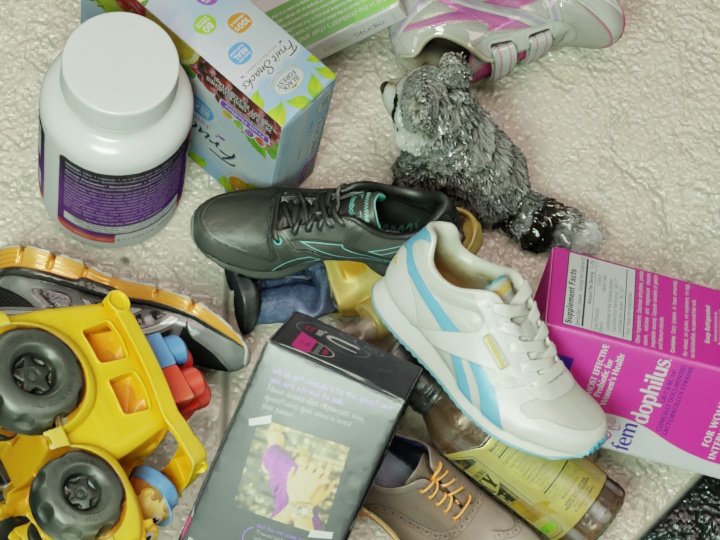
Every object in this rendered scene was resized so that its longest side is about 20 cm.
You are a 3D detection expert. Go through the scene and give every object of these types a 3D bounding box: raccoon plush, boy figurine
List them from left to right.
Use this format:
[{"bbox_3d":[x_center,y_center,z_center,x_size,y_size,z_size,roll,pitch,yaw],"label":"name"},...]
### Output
[{"bbox_3d":[0.000,0.000,1.775,0.200,0.064,0.124,-9,65,-10],"label":"boy figurine"},{"bbox_3d":[0.106,-0.094,1.793,0.200,0.134,0.097,14,63,-2],"label":"raccoon plush"}]

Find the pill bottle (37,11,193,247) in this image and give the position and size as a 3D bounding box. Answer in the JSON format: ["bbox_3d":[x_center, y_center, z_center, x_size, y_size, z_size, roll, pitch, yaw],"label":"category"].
[{"bbox_3d":[-0.179,-0.104,1.716,0.111,0.200,0.112,3,67,-7],"label":"pill bottle"}]

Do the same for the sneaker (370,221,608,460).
[{"bbox_3d":[0.097,0.052,1.651,0.200,0.081,0.077,42,38,11],"label":"sneaker"}]

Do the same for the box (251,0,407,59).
[{"bbox_3d":[-0.065,-0.256,1.867,0.144,0.036,0.200,-25,69,8],"label":"box"}]

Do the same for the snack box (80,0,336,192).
[{"bbox_3d":[-0.118,-0.152,1.766,0.200,0.169,0.068,42,69,9],"label":"snack box"}]

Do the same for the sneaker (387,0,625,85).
[{"bbox_3d":[0.111,-0.186,1.873,0.200,0.081,0.088,2,66,1],"label":"sneaker"}]

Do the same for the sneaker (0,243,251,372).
[{"bbox_3d":[-0.178,0.044,1.726,0.200,0.078,0.077,17,78,3],"label":"sneaker"}]

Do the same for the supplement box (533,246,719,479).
[{"bbox_3d":[0.220,0.072,1.738,0.200,0.101,0.103,15,37,-1],"label":"supplement box"}]

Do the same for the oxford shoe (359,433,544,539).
[{"bbox_3d":[0.052,0.170,1.699,0.200,0.073,0.071,27,65,4],"label":"oxford shoe"}]

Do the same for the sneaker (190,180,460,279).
[{"bbox_3d":[-0.024,-0.040,1.714,0.200,0.079,0.075,1,64,-4],"label":"sneaker"}]

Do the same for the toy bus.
[{"bbox_3d":[-0.172,0.117,1.588,0.192,0.136,0.200,-15,70,-35],"label":"toy bus"}]

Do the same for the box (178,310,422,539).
[{"bbox_3d":[-0.048,0.144,1.620,0.106,0.122,0.200,25,100,3],"label":"box"}]

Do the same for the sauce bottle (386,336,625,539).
[{"bbox_3d":[0.096,0.122,1.696,0.200,0.065,0.065,39,65,-3],"label":"sauce bottle"}]

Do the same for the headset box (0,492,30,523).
[{"bbox_3d":[-0.242,0.203,1.636,0.148,0.075,0.200,-14,68,-15],"label":"headset box"}]
